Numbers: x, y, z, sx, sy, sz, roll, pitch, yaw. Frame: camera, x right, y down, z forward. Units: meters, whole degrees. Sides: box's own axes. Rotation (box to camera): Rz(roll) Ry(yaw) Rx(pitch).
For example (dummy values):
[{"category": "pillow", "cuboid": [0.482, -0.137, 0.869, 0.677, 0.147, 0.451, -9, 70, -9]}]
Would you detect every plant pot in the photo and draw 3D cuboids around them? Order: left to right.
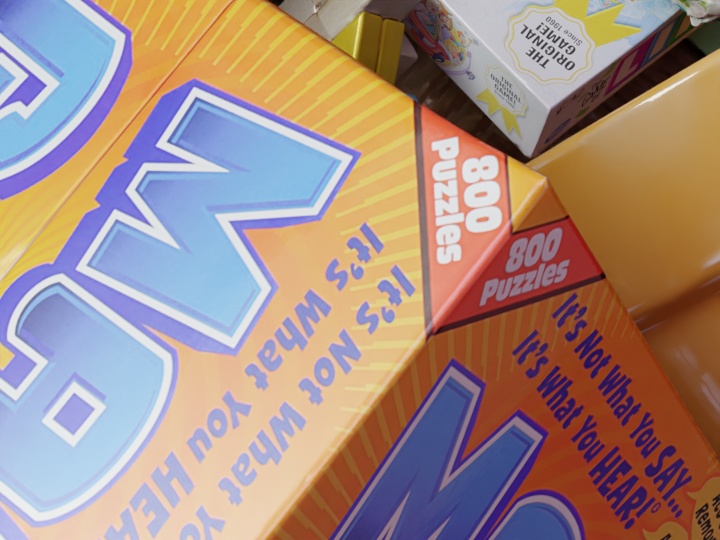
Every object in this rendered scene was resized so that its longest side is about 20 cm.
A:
[{"category": "plant pot", "cuboid": [0.155, 0.013, 0.902, 0.199, 0.200, 0.184, -30, 90, -14]}]

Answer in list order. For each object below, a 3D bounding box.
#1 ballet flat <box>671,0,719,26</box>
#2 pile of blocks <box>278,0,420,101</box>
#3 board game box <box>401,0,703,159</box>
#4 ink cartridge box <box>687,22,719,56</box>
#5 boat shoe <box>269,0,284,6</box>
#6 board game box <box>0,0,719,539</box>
[{"category": "ballet flat", "cuboid": [0.069, -0.162, 0.924, 0.200, 0.064, 0.076, 44, 64, 13]}, {"category": "pile of blocks", "cuboid": [0.000, 0.000, 0.923, 0.082, 0.062, 0.201, 18, 97, 36]}, {"category": "board game box", "cuboid": [0.038, -0.149, 0.967, 0.134, 0.034, 0.200, -38, 75, -24]}, {"category": "ink cartridge box", "cuboid": [0.123, -0.171, 1.034, 0.145, 0.048, 0.200, -42, 75, -18]}, {"category": "boat shoe", "cuboid": [-0.087, -0.153, 1.005, 0.199, 0.072, 0.065, 35, 35, 8]}, {"category": "board game box", "cuboid": [-0.055, 0.053, 0.757, 0.199, 0.200, 0.200, 34, 80, 33]}]
